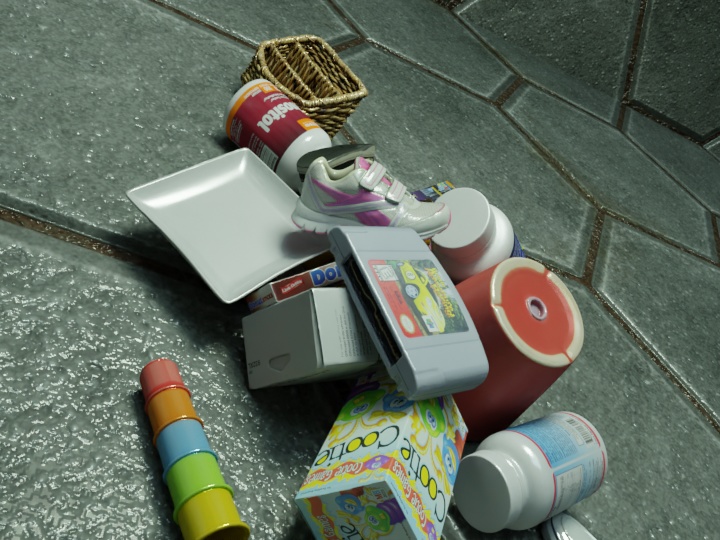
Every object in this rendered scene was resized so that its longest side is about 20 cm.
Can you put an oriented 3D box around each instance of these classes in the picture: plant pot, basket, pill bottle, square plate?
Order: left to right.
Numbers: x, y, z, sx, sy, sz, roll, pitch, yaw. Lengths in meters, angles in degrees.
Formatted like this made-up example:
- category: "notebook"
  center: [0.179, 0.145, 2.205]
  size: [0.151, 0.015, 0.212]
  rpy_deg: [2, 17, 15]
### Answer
- category: "square plate"
  center: [-0.153, -0.058, 0.919]
  size: [0.200, 0.029, 0.196]
  rpy_deg: [44, 46, 19]
- category: "pill bottle"
  center: [-0.118, -0.202, 1.192]
  size: [0.200, 0.114, 0.112]
  rpy_deg: [43, 32, 17]
- category: "basket"
  center: [-0.110, -0.334, 1.324]
  size: [0.141, 0.150, 0.202]
  rpy_deg: [15, 33, -51]
- category: "pill bottle"
  center: [0.165, -0.023, 1.048]
  size: [0.121, 0.119, 0.200]
  rpy_deg: [57, 5, 36]
- category: "plant pot"
  center: [0.171, 0.089, 0.941]
  size: [0.196, 0.178, 0.205]
  rpy_deg: [16, 53, -22]
- category: "pill bottle"
  center: [0.199, 0.237, 0.880]
  size: [0.197, 0.110, 0.109]
  rpy_deg: [-3, 45, -44]

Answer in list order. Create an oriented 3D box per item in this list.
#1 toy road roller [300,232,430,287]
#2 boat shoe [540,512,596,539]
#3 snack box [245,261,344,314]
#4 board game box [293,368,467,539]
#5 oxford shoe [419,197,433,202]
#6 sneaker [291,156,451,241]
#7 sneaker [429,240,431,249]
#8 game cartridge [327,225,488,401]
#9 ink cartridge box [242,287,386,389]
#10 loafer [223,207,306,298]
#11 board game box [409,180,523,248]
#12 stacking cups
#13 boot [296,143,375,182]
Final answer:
- category: "toy road roller"
  center: [0.000, 0.000, 1.024]
  size: [0.195, 0.123, 0.149]
  rpy_deg: [14, 49, -26]
- category: "boat shoe"
  center: [0.293, 0.350, 0.850]
  size: [0.073, 0.067, 0.201]
  rpy_deg: [-9, 51, -48]
- category: "snack box"
  center: [-0.035, 0.007, 0.881]
  size: [0.197, 0.071, 0.025]
  rpy_deg: [-19, 86, -35]
- category: "board game box"
  center: [0.030, 0.194, 0.754]
  size: [0.107, 0.101, 0.201]
  rpy_deg: [62, 27, -16]
- category: "oxford shoe"
  center: [0.087, -0.086, 1.228]
  size: [0.194, 0.087, 0.073]
  rpy_deg: [14, 21, 1]
- category: "sneaker"
  center: [0.015, -0.087, 0.901]
  size: [0.194, 0.091, 0.082]
  rpy_deg: [7, 21, -1]
- category: "sneaker"
  center: [0.103, -0.005, 1.151]
  size: [0.198, 0.079, 0.097]
  rpy_deg: [31, 44, -28]
- category: "game cartridge"
  center: [0.055, 0.037, 0.794]
  size: [0.131, 0.041, 0.203]
  rpy_deg: [2, 53, -47]
- category: "ink cartridge box"
  center: [-0.015, 0.076, 0.853]
  size: [0.196, 0.144, 0.086]
  rpy_deg: [1, 74, -42]
- category: "loafer"
  center: [-0.135, -0.008, 0.946]
  size: [0.198, 0.074, 0.071]
  rpy_deg: [37, 33, 10]
- category: "board game box"
  center: [0.178, -0.068, 1.335]
  size: [0.200, 0.057, 0.164]
  rpy_deg: [43, 31, 16]
- category: "stacking cups"
  center: [-0.163, 0.165, 0.693]
  size: [0.059, 0.061, 0.202]
  rpy_deg: [3, 42, -39]
- category: "boot"
  center: [-0.025, -0.099, 1.083]
  size: [0.072, 0.158, 0.203]
  rpy_deg: [3, 15, 22]
